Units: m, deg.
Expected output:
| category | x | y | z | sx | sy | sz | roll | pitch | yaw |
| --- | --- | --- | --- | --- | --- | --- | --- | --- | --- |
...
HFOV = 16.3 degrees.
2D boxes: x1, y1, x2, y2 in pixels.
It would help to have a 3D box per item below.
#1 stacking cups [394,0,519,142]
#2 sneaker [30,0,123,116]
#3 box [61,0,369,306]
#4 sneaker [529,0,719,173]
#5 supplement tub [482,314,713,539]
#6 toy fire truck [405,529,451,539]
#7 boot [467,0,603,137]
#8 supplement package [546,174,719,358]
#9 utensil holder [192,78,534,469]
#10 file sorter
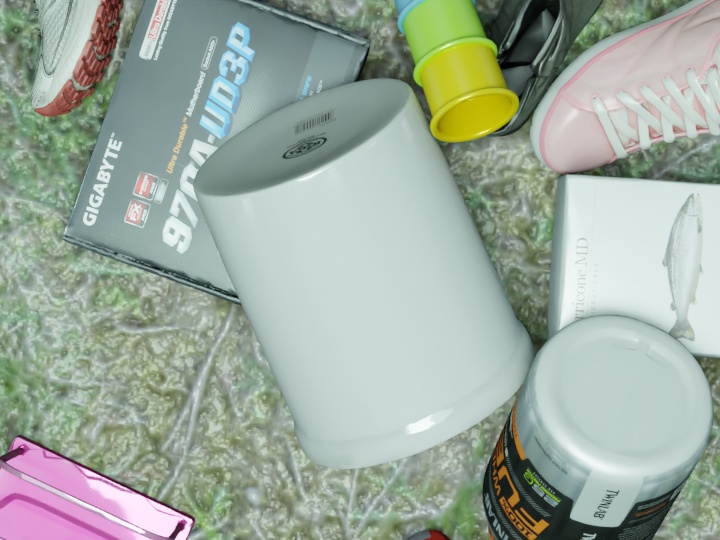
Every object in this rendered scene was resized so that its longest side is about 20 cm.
| category | x | y | z | sx | sy | sz | roll | pitch | yaw |
| --- | --- | --- | --- | --- | --- | --- | --- | --- | --- |
| stacking cups | 0.048 | -0.183 | 1.628 | 0.060 | 0.061 | 0.201 | -16 | 65 | 1 |
| sneaker | -0.203 | -0.204 | 1.720 | 0.081 | 0.078 | 0.202 | 7 | 81 | 5 |
| box | -0.098 | -0.089 | 1.727 | 0.158 | 0.046 | 0.201 | 20 | 91 | 0 |
| sneaker | 0.213 | -0.119 | 1.688 | 0.199 | 0.105 | 0.076 | -31 | 124 | -1 |
| supplement tub | 0.149 | 0.127 | 1.641 | 0.121 | 0.200 | 0.123 | 5 | 57 | -7 |
| toy fire truck | 0.118 | 0.242 | 1.726 | 0.141 | 0.049 | 0.200 | -41 | 89 | 0 |
| boot | 0.128 | -0.177 | 1.682 | 0.067 | 0.131 | 0.201 | 24 | 91 | 0 |
| supplement package | 0.228 | -0.001 | 1.689 | 0.198 | 0.117 | 0.118 | 3 | 91 | 1 |
| utensil holder | 0.000 | 0.000 | 1.636 | 0.169 | 0.170 | 0.201 | -24 | 111 | 1 |
| file sorter | -0.219 | 0.235 | 1.692 | 0.138 | 0.125 | 0.201 | 25 | 91 | 1 |
